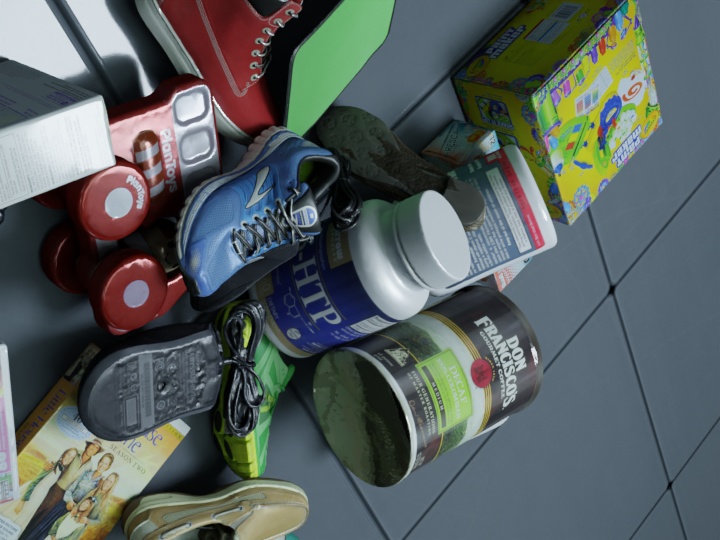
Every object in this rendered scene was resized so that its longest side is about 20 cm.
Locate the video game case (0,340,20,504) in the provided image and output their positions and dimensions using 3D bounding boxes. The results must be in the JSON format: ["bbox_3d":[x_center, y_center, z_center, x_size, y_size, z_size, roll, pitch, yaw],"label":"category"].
[{"bbox_3d":[-0.378,0.144,0.884,0.199,0.018,0.145,-11,109,-35],"label":"video game case"}]

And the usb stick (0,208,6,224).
[{"bbox_3d":[-0.359,0.006,0.847,0.055,0.033,0.200,43,71,-7],"label":"usb stick"}]

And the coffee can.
[{"bbox_3d":[0.071,0.116,1.140,0.199,0.146,0.148,-23,122,-37],"label":"coffee can"}]

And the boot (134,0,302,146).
[{"bbox_3d":[-0.085,-0.193,0.956,0.200,0.143,0.073,56,35,-42],"label":"boot"}]

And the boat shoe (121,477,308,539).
[{"bbox_3d":[-0.132,0.259,1.087,0.198,0.076,0.072,-4,116,-31],"label":"boat shoe"}]

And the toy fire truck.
[{"bbox_3d":[-0.184,-0.052,0.944,0.167,0.112,0.202,-26,125,-33],"label":"toy fire truck"}]

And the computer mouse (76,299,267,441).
[{"bbox_3d":[-0.178,0.100,1.011,0.199,0.052,0.140,-8,110,-42],"label":"computer mouse"}]

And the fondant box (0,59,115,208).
[{"bbox_3d":[-0.301,-0.086,0.793,0.199,0.144,0.059,-26,125,-34],"label":"fondant box"}]

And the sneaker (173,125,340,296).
[{"bbox_3d":[-0.085,-0.052,0.950,0.200,0.089,0.079,-53,145,-34],"label":"sneaker"}]

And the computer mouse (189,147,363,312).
[{"bbox_3d":[-0.092,-0.051,1.053,0.199,0.141,0.046,-30,123,16],"label":"computer mouse"}]

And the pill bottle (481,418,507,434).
[{"bbox_3d":[0.077,0.158,1.289,0.199,0.114,0.115,-16,118,-40],"label":"pill bottle"}]

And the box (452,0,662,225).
[{"bbox_3d":[0.238,-0.199,1.293,0.200,0.121,0.193,-45,132,-22],"label":"box"}]

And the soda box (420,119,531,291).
[{"bbox_3d":[0.138,-0.074,1.290,0.068,0.063,0.201,-43,132,-24],"label":"soda box"}]

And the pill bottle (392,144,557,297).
[{"bbox_3d":[0.097,-0.041,1.174,0.199,0.120,0.120,-24,130,6],"label":"pill bottle"}]

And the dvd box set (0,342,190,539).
[{"bbox_3d":[-0.266,0.187,1.025,0.200,0.029,0.147,-51,135,-15],"label":"dvd box set"}]

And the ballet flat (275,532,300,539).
[{"bbox_3d":[-0.133,0.291,1.170,0.199,0.067,0.071,-3,114,-43],"label":"ballet flat"}]

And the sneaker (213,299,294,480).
[{"bbox_3d":[-0.103,0.126,1.128,0.083,0.074,0.202,-11,114,-37],"label":"sneaker"}]

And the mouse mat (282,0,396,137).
[{"bbox_3d":[-0.016,-0.214,1.043,0.201,0.007,0.161,-54,169,-28],"label":"mouse mat"}]

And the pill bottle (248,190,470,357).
[{"bbox_3d":[0.000,0.000,1.068,0.120,0.199,0.121,38,40,-41],"label":"pill bottle"}]

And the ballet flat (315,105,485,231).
[{"bbox_3d":[0.040,-0.099,1.108,0.068,0.199,0.046,-56,167,-11],"label":"ballet flat"}]
